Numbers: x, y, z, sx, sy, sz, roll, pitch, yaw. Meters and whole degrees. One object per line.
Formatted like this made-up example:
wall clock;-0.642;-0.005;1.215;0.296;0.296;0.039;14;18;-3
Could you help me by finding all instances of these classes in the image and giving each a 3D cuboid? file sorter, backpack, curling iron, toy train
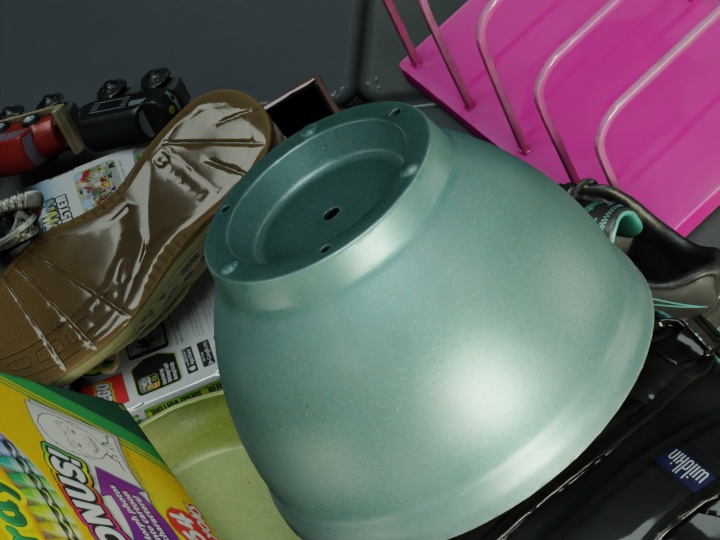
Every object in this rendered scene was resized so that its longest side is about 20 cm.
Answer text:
file sorter;0.117;-0.130;1.530;0.139;0.125;0.200;-42;54;-9
backpack;0.116;0.141;1.339;0.200;0.153;0.176;-35;53;-17
curling iron;-0.190;-0.021;1.553;0.050;0.200;0.026;-27;93;-8
toy train;-0.186;-0.071;1.643;0.200;0.034;0.046;-12;33;26

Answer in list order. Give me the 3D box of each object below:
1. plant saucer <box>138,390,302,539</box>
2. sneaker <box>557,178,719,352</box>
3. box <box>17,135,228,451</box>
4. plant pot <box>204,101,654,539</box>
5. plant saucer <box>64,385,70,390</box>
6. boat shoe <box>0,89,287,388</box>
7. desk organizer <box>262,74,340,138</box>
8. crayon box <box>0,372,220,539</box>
plant saucer;-0.063;0.150;1.422;0.200;0.031;0.200;-11;55;16
sneaker;0.096;-0.022;1.464;0.200;0.079;0.075;27;52;11
box;-0.109;0.009;1.553;0.110;0.035;0.200;-22;42;1
plant pot;0.012;0.010;1.335;0.200;0.134;0.200;-26;30;17
plant saucer;-0.134;0.127;1.517;0.200;0.036;0.200;-10;55;15
boat shoe;-0.112;-0.003;1.493;0.200;0.063;0.073;-42;66;2
desk organizer;0.000;0.000;1.521;0.072;0.077;0.200;-30;53;0
crayon box;-0.135;0.126;1.337;0.058;0.173;0.200;-52;51;16
